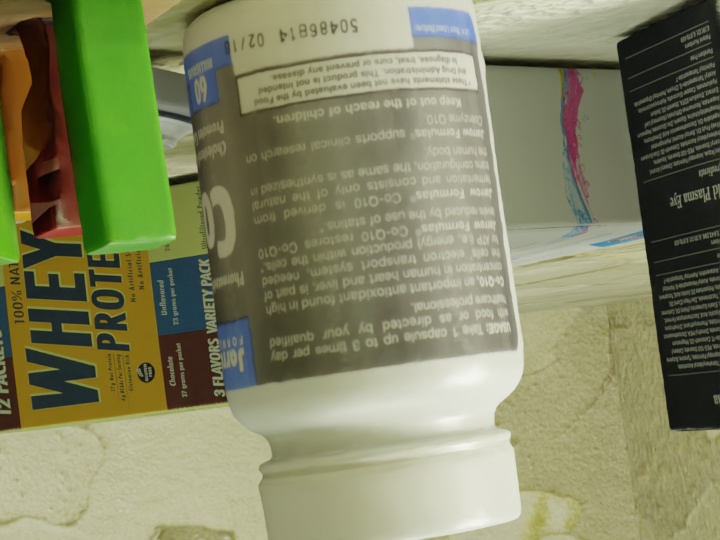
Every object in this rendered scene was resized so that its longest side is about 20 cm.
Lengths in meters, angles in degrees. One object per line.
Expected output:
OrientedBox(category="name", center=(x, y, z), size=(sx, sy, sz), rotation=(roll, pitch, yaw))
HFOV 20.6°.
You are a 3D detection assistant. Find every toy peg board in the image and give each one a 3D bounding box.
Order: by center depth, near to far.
OrientedBox(category="toy peg board", center=(-0.164, -0.040, 0.620), size=(0.200, 0.098, 0.199), rotation=(-5, 175, -27))

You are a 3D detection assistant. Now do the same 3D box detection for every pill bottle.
OrientedBox(category="pill bottle", center=(0.000, 0.000, 0.740), size=(0.114, 0.200, 0.114), rotation=(-7, 175, -1))

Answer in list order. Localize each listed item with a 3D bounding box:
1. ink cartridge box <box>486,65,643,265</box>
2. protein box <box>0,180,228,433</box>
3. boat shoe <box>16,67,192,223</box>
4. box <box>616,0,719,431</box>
OrientedBox(category="ink cartridge box", center=(0.053, -0.047, 0.981), size=(0.200, 0.085, 0.145), rotation=(-5, 175, -43))
OrientedBox(category="protein box", center=(-0.127, 0.025, 1.278), size=(0.198, 0.135, 0.200), rotation=(-9, 176, 23))
OrientedBox(category="boat shoe", center=(-0.159, -0.043, 0.788), size=(0.200, 0.065, 0.074), rotation=(-6, 175, -16))
OrientedBox(category="box", center=(0.233, -0.030, 0.877), size=(0.200, 0.182, 0.104), rotation=(-6, 175, -18))
